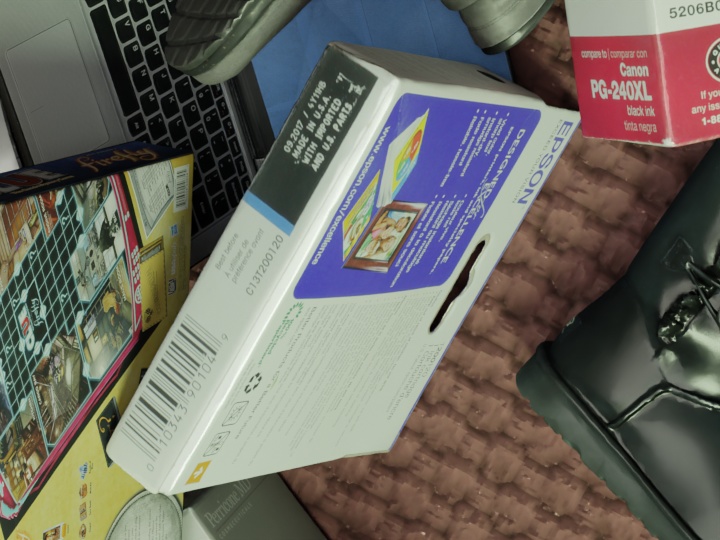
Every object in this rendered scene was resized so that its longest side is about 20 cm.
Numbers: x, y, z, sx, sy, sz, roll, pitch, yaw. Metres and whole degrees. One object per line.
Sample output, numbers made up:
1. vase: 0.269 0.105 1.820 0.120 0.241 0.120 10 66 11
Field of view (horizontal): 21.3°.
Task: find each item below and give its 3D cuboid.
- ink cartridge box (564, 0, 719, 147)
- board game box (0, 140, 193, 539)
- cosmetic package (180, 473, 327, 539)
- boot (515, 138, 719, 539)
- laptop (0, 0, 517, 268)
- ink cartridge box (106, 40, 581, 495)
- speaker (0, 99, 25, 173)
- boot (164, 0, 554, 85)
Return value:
1. ink cartridge box: 0.158 -0.163 0.785 0.144 0.083 0.201 -12 100 -16
2. board game box: -0.121 0.057 0.780 0.034 0.135 0.202 11 106 27
3. cosmetic package: -0.036 0.194 0.919 0.090 0.107 0.201 -34 94 19
4. boot: 0.190 0.053 0.853 0.200 0.076 0.168 45 111 7
5. laptop: -0.046 -0.098 0.833 0.115 0.200 0.188 3 119 41
6. ink cartridge box: 0.000 0.000 0.832 0.043 0.200 0.199 36 106 23
7. speaker: -0.242 -0.017 0.870 0.199 0.081 0.082 -19 97 -1
8. boot: 0.021 -0.130 0.813 0.200 0.070 0.132 -48 124 3
